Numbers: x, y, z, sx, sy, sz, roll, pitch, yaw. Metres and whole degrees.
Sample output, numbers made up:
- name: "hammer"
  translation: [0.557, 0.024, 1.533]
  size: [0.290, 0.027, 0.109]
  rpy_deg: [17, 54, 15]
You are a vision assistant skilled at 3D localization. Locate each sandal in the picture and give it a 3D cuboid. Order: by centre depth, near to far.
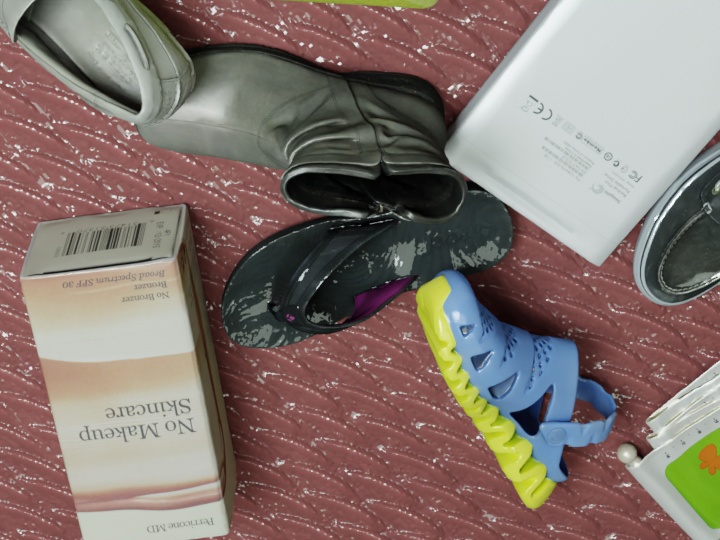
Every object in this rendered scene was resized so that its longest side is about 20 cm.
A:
- name: "sandal"
  translation: [0.000, -0.001, 1.010]
  size: [0.199, 0.048, 0.076]
  rpy_deg: [-22, 115, 9]
- name: "sandal"
  translation: [0.102, 0.065, 1.025]
  size: [0.087, 0.080, 0.200]
  rpy_deg: [-29, 131, 8]

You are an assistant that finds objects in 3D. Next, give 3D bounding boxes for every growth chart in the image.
- name: "growth chart"
  translation: [0.276, 0.106, 1.085]
  size: [0.144, 0.018, 0.200]
  rpy_deg: [37, 111, -18]

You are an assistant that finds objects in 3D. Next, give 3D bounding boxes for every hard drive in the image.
- name: "hard drive"
  translation: [0.158, -0.114, 0.970]
  size: [0.132, 0.027, 0.200]
  rpy_deg: [33, 112, -15]

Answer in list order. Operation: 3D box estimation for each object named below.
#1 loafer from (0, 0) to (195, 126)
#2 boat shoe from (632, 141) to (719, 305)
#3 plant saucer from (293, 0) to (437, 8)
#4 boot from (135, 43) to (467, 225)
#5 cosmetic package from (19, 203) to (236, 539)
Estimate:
- name: "loafer"
  translation: [-0.178, -0.159, 0.901]
  size: [0.200, 0.070, 0.070]
  rpy_deg: [40, 111, 0]
- name: "boat shoe"
  translation: [0.244, -0.048, 0.978]
  size: [0.072, 0.071, 0.200]
  rpy_deg: [35, 111, -17]
- name: "plant saucer"
  translation: [-0.059, -0.237, 0.846]
  size: [0.199, 0.048, 0.201]
  rpy_deg: [7, 114, 23]
- name: "boot"
  translation: [-0.039, -0.077, 0.927]
  size: [0.198, 0.131, 0.068]
  rpy_deg: [3, 117, -2]
- name: "cosmetic package"
  translation: [-0.144, 0.069, 1.021]
  size: [0.103, 0.087, 0.201]
  rpy_deg: [-8, 116, 2]
